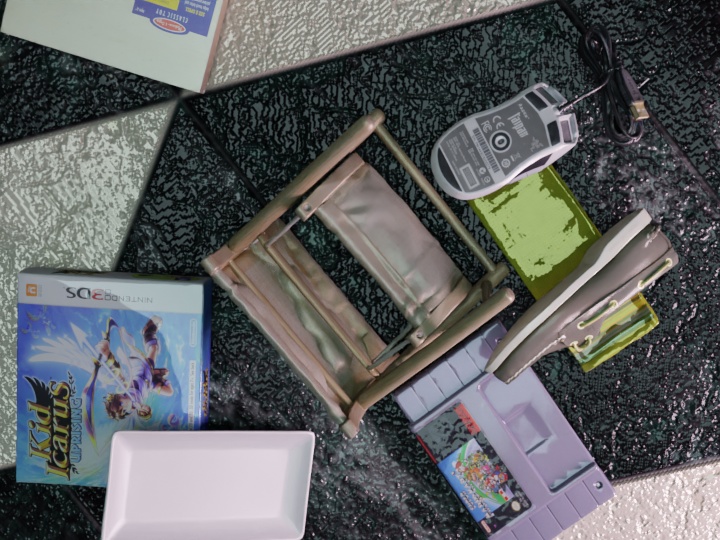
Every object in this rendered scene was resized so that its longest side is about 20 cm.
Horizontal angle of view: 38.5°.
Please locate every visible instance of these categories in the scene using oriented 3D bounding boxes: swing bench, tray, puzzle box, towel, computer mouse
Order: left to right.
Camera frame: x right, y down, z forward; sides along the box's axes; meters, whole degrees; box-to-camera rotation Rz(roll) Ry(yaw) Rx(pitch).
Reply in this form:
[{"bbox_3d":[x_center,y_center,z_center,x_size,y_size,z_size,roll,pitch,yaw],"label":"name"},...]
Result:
[{"bbox_3d":[-0.220,-0.255,0.947,0.196,0.025,0.136,17,97,1],"label":"puzzle box"},{"bbox_3d":[-0.140,0.200,0.960,0.196,0.022,0.110,5,97,-26],"label":"tray"},{"bbox_3d":[0.000,0.000,0.917,0.199,0.130,0.200,-40,94,12],"label":"swing bench"},{"bbox_3d":[0.154,-0.128,0.925,0.197,0.044,0.111,-27,80,3],"label":"computer mouse"},{"bbox_3d":[0.188,-0.009,0.958,0.085,0.018,0.201,-35,93,5],"label":"towel"}]

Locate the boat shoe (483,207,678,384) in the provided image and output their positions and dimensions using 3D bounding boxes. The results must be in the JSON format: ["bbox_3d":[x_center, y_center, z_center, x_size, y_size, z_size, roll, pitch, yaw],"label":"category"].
[{"bbox_3d":[0.196,0.034,0.916,0.201,0.072,0.060,-44,91,0],"label":"boat shoe"}]

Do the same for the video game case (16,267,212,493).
[{"bbox_3d":[-0.234,0.104,0.979,0.177,0.045,0.205,3,97,4],"label":"video game case"}]

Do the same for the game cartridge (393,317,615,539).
[{"bbox_3d":[0.134,0.164,0.974,0.129,0.038,0.202,-36,94,2],"label":"game cartridge"}]
